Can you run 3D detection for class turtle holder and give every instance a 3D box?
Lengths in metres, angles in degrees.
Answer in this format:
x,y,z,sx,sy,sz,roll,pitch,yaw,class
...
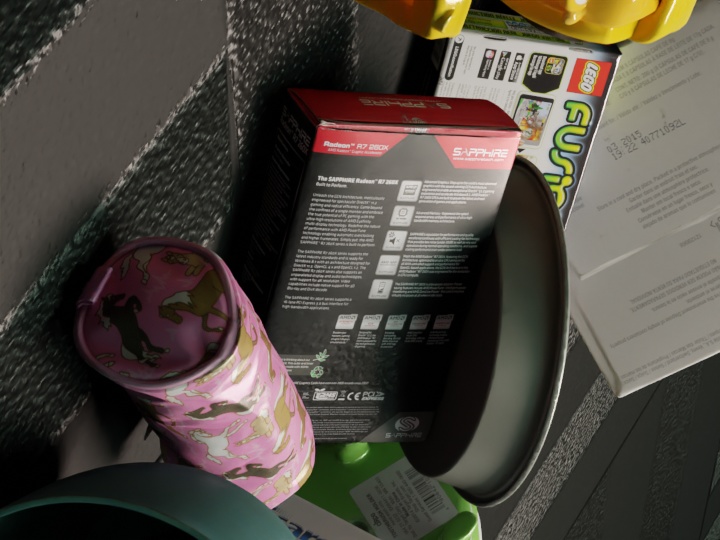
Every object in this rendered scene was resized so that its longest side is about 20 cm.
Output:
x,y,z,sx,sy,sz,roll,pitch,yaw,class
-0.006,0.193,1.549,0.186,0.141,0.132,-60,163,-19,turtle holder

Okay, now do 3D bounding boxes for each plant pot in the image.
x,y,z,sx,sy,sz,roll,pitch,yaw,class
-0.104,0.181,1.183,0.161,0.200,0.201,-45,157,-74,plant pot

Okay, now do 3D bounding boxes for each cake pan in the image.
x,y,z,sx,sy,sz,roll,pitch,yaw,class
0.062,0.033,1.414,0.200,0.037,0.201,-174,-90,-71,cake pan

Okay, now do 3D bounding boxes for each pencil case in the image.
x,y,z,sx,sy,sz,roll,pitch,yaw,class
-0.079,0.055,1.231,0.200,0.086,0.083,70,5,-64,pencil case

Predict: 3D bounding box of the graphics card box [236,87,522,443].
x,y,z,sx,sy,sz,roll,pitch,yaw,class
0.000,0.000,1.351,0.125,0.051,0.201,0,120,-27,graphics card box

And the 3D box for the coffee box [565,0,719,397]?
x,y,z,sx,sy,sz,roll,pitch,yaw,class
0.223,-0.076,1.600,0.199,0.200,0.198,-27,-171,30,coffee box

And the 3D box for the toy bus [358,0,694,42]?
x,y,z,sx,sy,sz,roll,pitch,yaw,class
0.034,-0.166,1.083,0.192,0.200,0.136,-33,146,-43,toy bus

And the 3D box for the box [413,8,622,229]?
x,y,z,sx,sy,sz,roll,pitch,yaw,class
0.076,-0.056,1.505,0.035,0.110,0.201,-112,-147,-57,box

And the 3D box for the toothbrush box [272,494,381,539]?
x,y,z,sx,sy,sz,roll,pitch,yaw,class
-0.072,0.214,1.379,0.200,0.146,0.086,-47,156,-47,toothbrush box
